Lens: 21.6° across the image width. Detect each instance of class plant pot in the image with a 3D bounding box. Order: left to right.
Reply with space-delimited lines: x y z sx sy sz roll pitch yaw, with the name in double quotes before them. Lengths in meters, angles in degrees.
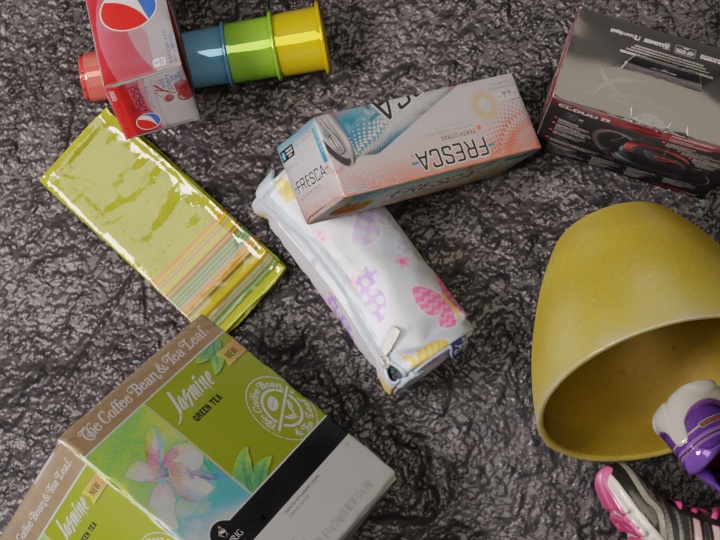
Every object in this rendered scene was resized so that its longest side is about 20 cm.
"plant pot" 0.212 0.034 1.428 0.199 0.200 0.142 -14 56 -2

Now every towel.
"towel" -0.158 -0.037 1.511 0.200 0.018 0.086 42 83 6

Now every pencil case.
"pencil case" 0.000 0.000 1.470 0.091 0.083 0.200 -30 80 -37

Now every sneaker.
"sneaker" 0.271 0.204 1.448 0.200 0.074 0.088 40 84 1
"sneaker" 0.298 0.154 1.412 0.081 0.200 0.084 -47 39 29

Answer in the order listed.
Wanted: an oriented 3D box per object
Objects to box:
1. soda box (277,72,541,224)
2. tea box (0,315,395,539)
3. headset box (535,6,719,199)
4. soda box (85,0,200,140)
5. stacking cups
"soda box" 0.040 -0.095 1.449 0.200 0.064 0.069 -16 80 -35
"tea box" -0.117 0.174 1.367 0.197 0.200 0.134 38 126 5
"headset box" 0.217 -0.126 1.430 0.148 0.200 0.075 17 82 4
"soda box" -0.178 -0.203 1.468 0.063 0.070 0.200 -17 54 0
"stacking cups" -0.125 -0.166 1.513 0.199 0.061 0.061 -12 82 2
